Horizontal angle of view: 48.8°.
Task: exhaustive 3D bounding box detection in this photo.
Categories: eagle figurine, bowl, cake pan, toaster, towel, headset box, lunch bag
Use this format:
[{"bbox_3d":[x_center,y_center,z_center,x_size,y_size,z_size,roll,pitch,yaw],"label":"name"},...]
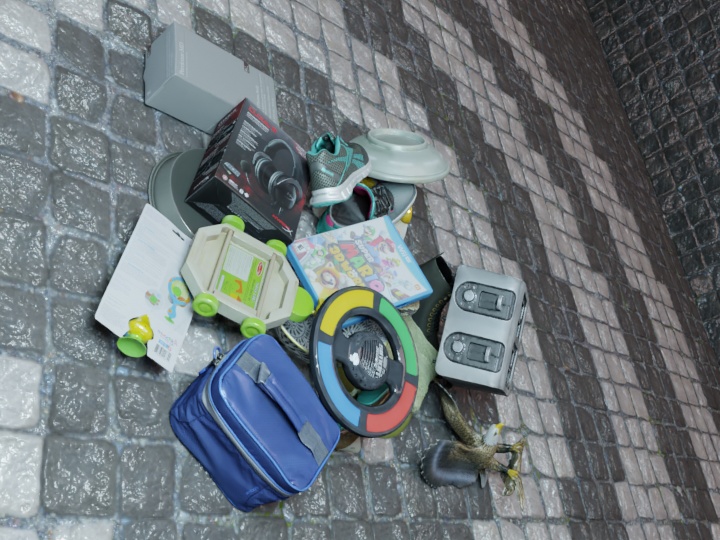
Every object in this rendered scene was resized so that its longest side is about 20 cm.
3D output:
[{"bbox_3d":[0.184,0.289,1.318,0.196,0.154,0.152,21,9,-10],"label":"eagle figurine"},{"bbox_3d":[-0.059,0.066,1.158,0.197,0.094,0.204,17,51,-21],"label":"bowl"},{"bbox_3d":[-0.211,-0.090,1.142,0.199,0.036,0.204,31,44,-36],"label":"cake pan"},{"bbox_3d":[0.202,0.108,1.312,0.200,0.116,0.185,45,58,-70],"label":"toaster"},{"bbox_3d":[0.054,0.116,1.283,0.201,0.036,0.149,54,36,-9],"label":"towel"},{"bbox_3d":[-0.152,-0.139,1.153,0.148,0.077,0.203,40,41,-27],"label":"headset box"},{"bbox_3d":[-0.126,0.179,0.979,0.201,0.131,0.136,53,36,-12],"label":"lunch bag"}]

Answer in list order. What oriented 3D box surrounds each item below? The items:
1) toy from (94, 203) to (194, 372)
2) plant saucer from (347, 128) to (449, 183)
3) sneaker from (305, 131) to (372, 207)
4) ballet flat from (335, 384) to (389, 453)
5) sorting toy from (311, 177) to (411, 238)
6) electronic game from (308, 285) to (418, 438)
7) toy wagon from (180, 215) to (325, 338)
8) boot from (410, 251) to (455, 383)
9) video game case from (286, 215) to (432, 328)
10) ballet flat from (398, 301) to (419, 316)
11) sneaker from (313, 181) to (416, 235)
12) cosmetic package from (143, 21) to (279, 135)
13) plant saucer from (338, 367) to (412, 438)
[{"bbox_3d":[-0.261,0.024,0.989,0.115,0.047,0.202,42,33,-28],"label":"toy"},{"bbox_3d":[0.060,-0.206,1.364,0.199,0.197,0.051,-32,135,-55],"label":"plant saucer"},{"bbox_3d":[-0.034,-0.173,1.211,0.201,0.076,0.093,-67,144,-62],"label":"sneaker"},{"bbox_3d":[-0.003,0.219,1.159,0.199,0.067,0.074,-33,122,-40],"label":"ballet flat"},{"bbox_3d":[-0.011,-0.138,1.402,0.177,0.107,0.204,8,58,-26],"label":"sorting toy"},{"bbox_3d":[0.009,0.120,1.061,0.198,0.041,0.204,19,62,-41],"label":"electronic game"},{"bbox_3d":[-0.137,0.020,1.044,0.198,0.040,0.157,29,43,-18],"label":"toy wagon"},{"bbox_3d":[0.128,0.082,1.363,0.077,0.137,0.203,-31,92,-55],"label":"boot"},{"bbox_3d":[0.000,0.000,1.163,0.197,0.018,0.145,-17,68,-38],"label":"video game case"},{"bbox_3d":[0.004,0.003,1.237,0.198,0.076,0.068,28,56,21],"label":"ballet flat"},{"bbox_3d":[0.017,-0.111,1.292,0.198,0.121,0.084,-31,83,-17],"label":"sneaker"},{"bbox_3d":[-0.227,-0.276,1.210,0.198,0.089,0.109,22,50,-47],"label":"cosmetic package"},{"bbox_3d":[0.029,0.166,1.274,0.198,0.031,0.203,30,45,-36],"label":"plant saucer"}]
